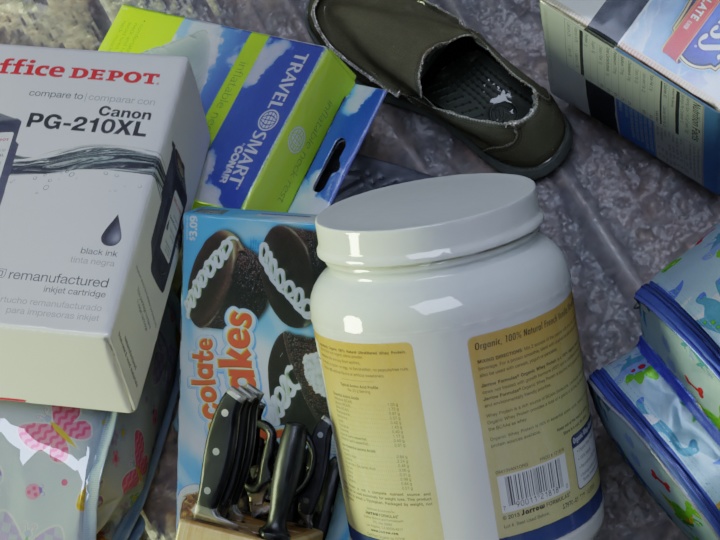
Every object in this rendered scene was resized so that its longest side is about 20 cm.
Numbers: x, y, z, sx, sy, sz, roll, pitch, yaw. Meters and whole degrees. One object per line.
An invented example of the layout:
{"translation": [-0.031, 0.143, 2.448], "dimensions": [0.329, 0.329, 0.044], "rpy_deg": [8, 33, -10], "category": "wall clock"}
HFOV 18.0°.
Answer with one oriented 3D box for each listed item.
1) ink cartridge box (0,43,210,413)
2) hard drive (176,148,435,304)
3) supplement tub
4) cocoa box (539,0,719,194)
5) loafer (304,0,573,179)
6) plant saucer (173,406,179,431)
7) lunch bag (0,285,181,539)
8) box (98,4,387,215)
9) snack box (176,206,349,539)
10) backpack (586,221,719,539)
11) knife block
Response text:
{"translation": [-0.180, -0.029, 1.301], "dimensions": [0.144, 0.084, 0.201], "rpy_deg": [5, 55, 11], "category": "ink cartridge box"}
{"translation": [0.000, 0.000, 1.395], "dimensions": [0.199, 0.042, 0.135], "rpy_deg": [17, 72, 18], "category": "hard drive"}
{"translation": [0.051, 0.058, 1.238], "dimensions": [0.144, 0.144, 0.201], "rpy_deg": [-8, 103, 7], "category": "supplement tub"}
{"translation": [0.218, -0.174, 1.354], "dimensions": [0.131, 0.133, 0.200], "rpy_deg": [34, 79, 18], "category": "cocoa box"}
{"translation": [0.048, -0.135, 1.426], "dimensions": [0.200, 0.070, 0.075], "rpy_deg": [32, 77, 20], "category": "loafer"}
{"translation": [-0.013, 0.097, 1.362], "dimensions": [0.199, 0.019, 0.070], "rpy_deg": [20, 95, 17], "category": "plant saucer"}
{"translation": [-0.208, 0.093, 1.352], "dimensions": [0.169, 0.127, 0.201], "rpy_deg": [5, 58, 12], "category": "lunch bag"}
{"translation": [-0.094, -0.090, 1.413], "dimensions": [0.199, 0.048, 0.122], "rpy_deg": [15, 72, 36], "category": "box"}
{"translation": [-0.047, 0.067, 1.330], "dimensions": [0.116, 0.037, 0.201], "rpy_deg": [4, 100, 13], "category": "snack box"}
{"translation": [0.217, 0.076, 1.242], "dimensions": [0.147, 0.200, 0.183], "rpy_deg": [-36, 68, -6], "category": "backpack"}
{"translation": [-0.070, 0.171, 1.243], "dimensions": [0.064, 0.176, 0.200], "rpy_deg": [12, 48, 19], "category": "knife block"}
